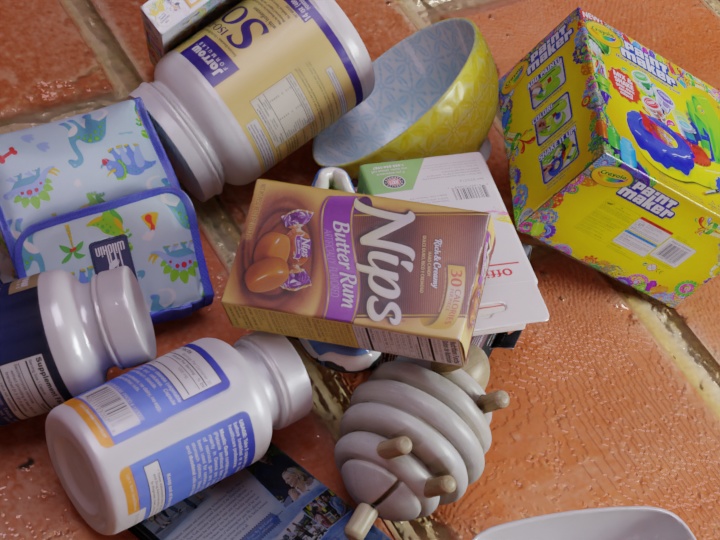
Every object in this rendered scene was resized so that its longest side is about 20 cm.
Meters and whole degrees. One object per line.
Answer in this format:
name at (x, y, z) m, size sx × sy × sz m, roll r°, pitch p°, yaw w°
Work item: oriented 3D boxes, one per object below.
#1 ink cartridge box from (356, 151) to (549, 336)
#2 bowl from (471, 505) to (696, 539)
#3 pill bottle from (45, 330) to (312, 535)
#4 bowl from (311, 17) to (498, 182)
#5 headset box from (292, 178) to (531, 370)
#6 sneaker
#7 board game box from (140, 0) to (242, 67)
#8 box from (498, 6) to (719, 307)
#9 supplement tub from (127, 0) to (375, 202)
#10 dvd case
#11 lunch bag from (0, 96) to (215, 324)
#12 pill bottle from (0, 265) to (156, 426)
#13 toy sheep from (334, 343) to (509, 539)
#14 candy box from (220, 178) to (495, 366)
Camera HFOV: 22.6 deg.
ink cartridge box at (0.076, -0.005, 1.552) m, size 0.117 × 0.067 × 0.200 m, roll -7°, pitch 49°, yaw -15°
bowl at (0.187, 0.289, 1.412) m, size 0.200 × 0.075 × 0.200 m, roll -6°, pitch 51°, yaw -13°
pill bottle at (-0.142, 0.122, 1.455) m, size 0.200 × 0.112 × 0.112 m, roll -25°, pitch 57°, yaw -27°
bowl at (0.063, -0.135, 1.722) m, size 0.108 × 0.200 × 0.200 m, roll 47°, pitch 45°, yaw -24°
headset box at (0.052, 0.021, 1.621) m, size 0.200 × 0.077 × 0.149 m, roll 21°, pitch 50°, yaw 12°
sneaker at (-0.022, -0.001, 1.530) m, size 0.076 × 0.077 × 0.200 m, roll -5°, pitch 51°, yaw -11°
board game box at (-0.143, -0.251, 1.725) m, size 0.134 × 0.200 × 0.034 m, roll -37°, pitch 87°, yaw -7°
box at (0.246, -0.104, 1.678) m, size 0.200 × 0.122 × 0.193 m, roll 24°, pitch 42°, yaw -29°
supplement tub at (-0.102, -0.171, 1.694) m, size 0.200 × 0.145 × 0.145 m, roll -37°, pitch 61°, yaw -11°
dvd case at (-0.088, 0.211, 1.474) m, size 0.200 × 0.018 × 0.143 m, roll 37°, pitch 54°, yaw 20°
lunch bag at (-0.241, -0.033, 1.599) m, size 0.170 × 0.127 × 0.200 m, roll -17°, pitch 71°, yaw -21°
pill bottle at (-0.274, 0.063, 1.474) m, size 0.200 × 0.111 × 0.111 m, roll -17°, pitch 51°, yaw 2°
toy sheep at (0.044, 0.138, 1.482) m, size 0.138 × 0.138 × 0.200 m, roll 31°, pitch 61°, yaw 17°
candy box at (0.000, 0.000, 1.456) m, size 0.200 × 0.056 × 0.117 m, roll 9°, pitch 66°, yaw 12°
